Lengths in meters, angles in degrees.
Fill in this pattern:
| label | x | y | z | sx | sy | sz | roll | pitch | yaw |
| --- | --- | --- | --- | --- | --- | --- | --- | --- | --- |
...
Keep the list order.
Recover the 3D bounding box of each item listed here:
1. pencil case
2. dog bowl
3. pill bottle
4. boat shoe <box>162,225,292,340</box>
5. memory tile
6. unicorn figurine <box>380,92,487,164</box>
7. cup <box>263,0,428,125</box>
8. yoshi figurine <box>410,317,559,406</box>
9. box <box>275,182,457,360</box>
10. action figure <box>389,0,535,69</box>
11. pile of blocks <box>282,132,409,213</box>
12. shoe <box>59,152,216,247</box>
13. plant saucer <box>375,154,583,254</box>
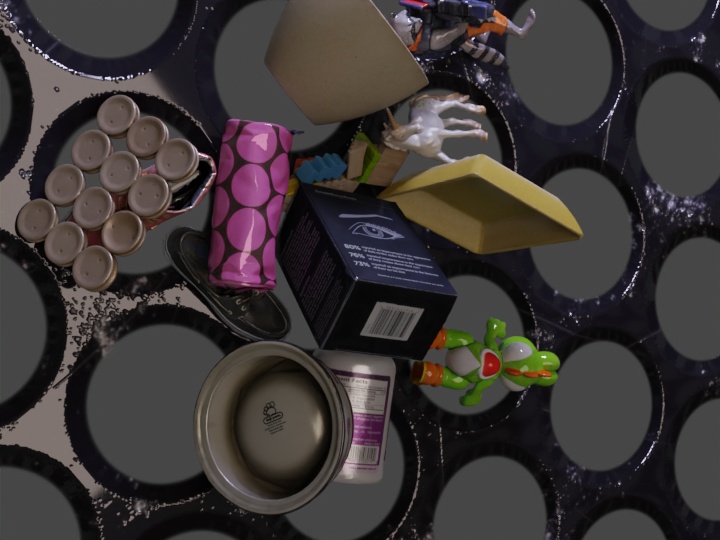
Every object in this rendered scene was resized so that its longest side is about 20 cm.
| label | x | y | z | sx | sy | sz | roll | pitch | yaw |
| --- | --- | --- | --- | --- | --- | --- | --- | --- | --- |
| pencil case | -0.124 | -0.073 | 1.208 | 0.094 | 0.090 | 0.202 | 30 | 67 | -68 |
| dog bowl | -0.096 | 0.184 | 1.228 | 0.074 | 0.198 | 0.202 | 13 | 83 | -66 |
| pill bottle | -0.014 | 0.158 | 1.297 | 0.111 | 0.112 | 0.202 | 9 | 86 | -25 |
| boat shoe | -0.158 | 0.022 | 1.258 | 0.200 | 0.056 | 0.069 | 42 | 74 | -20 |
| memory tile | -0.282 | -0.088 | 1.158 | 0.153 | 0.017 | 0.201 | 34 | 84 | 23 |
| unicorn figurine | 0.093 | -0.180 | 1.320 | 0.136 | 0.200 | 0.075 | 8 | 109 | -2 |
| cup | -0.033 | -0.262 | 1.260 | 0.143 | 0.200 | 0.201 | -38 | 107 | 6 |
| yoshi figurine | 0.168 | 0.122 | 1.410 | 0.198 | 0.113 | 0.113 | 8 | 46 | -11 |
| box | 0.000 | 0.000 | 1.239 | 0.147 | 0.201 | 0.105 | 10 | 122 | -31 |
| action figure | 0.128 | -0.308 | 1.331 | 0.192 | 0.200 | 0.106 | -5 | 113 | -25 |
| pile of blocks | -0.038 | -0.135 | 1.305 | 0.199 | 0.062 | 0.083 | -19 | 143 | -26 |
| shoe | -0.258 | -0.076 | 1.190 | 0.199 | 0.091 | 0.072 | -35 | 104 | -21 |
| plant saucer | 0.153 | -0.087 | 1.318 | 0.199 | 0.199 | 0.049 | 26 | 70 | -32 |
